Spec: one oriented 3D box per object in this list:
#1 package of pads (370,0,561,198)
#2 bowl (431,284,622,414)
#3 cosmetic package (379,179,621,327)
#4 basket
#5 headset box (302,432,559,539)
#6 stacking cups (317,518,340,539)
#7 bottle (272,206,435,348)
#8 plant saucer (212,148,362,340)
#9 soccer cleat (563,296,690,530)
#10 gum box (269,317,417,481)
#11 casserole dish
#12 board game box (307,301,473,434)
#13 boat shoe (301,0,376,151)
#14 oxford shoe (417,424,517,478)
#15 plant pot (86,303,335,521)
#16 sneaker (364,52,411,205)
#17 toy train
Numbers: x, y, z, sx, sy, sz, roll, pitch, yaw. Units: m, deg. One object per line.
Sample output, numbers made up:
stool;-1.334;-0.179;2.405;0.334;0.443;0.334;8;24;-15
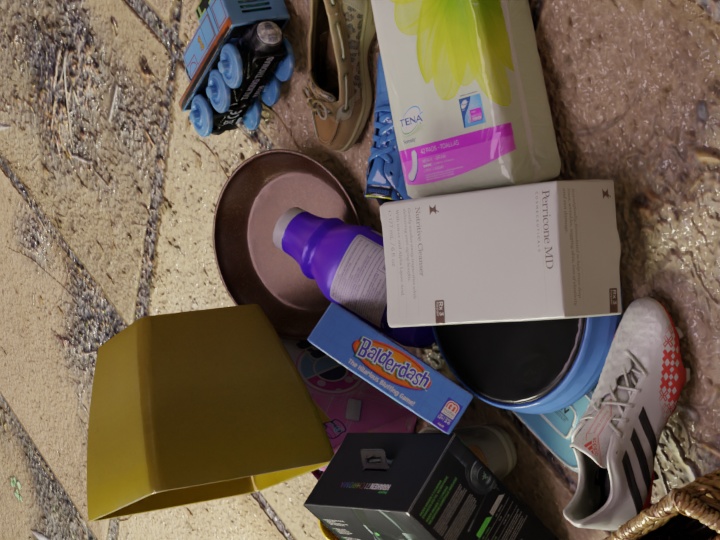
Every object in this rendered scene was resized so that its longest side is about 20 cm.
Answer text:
package of pads;0.086;-0.164;1.390;0.154;0.068;0.201;-8;93;57
bowl;0.136;0.026;1.409;0.200;0.039;0.202;5;98;46
cosmetic package;0.114;-0.011;1.341;0.200;0.081;0.113;-8;86;48
basket;0.280;0.239;1.260;0.143;0.149;0.200;60;146;15
headset box;0.067;0.242;1.545;0.200;0.093;0.174;45;152;-23
stacking cups;-0.009;0.242;1.714;0.200;0.060;0.061;-47;-62;-86
bottle;0.000;0.000;1.589;0.200;0.065;0.084;30;99;31
plant saucer;-0.068;-0.029;1.697;0.200;0.037;0.201;9;105;34
soccer cleat;0.213;0.121;1.329;0.069;0.085;0.201;26;113;49
gum box;-0.045;0.123;1.721;0.200;0.113;0.066;46;141;33
casserole dish;0.172;0.103;1.452;0.200;0.039;0.121;46;141;32
board game box;0.025;0.089;1.513;0.152;0.045;0.200;34;177;0
boat shoe;-0.029;-0.199;1.562;0.073;0.063;0.201;41;139;37
oxford shoe;0.081;0.194;1.624;0.200;0.058;0.075;-24;89;60
plant pot;-0.169;0.139;1.643;0.200;0.199;0.177;-29;70;58
sneaker;0.038;-0.112;1.498;0.066;0.078;0.201;8;113;57
toy train;-0.133;-0.221;1.696;0.200;0.086;0.115;-47;58;58
